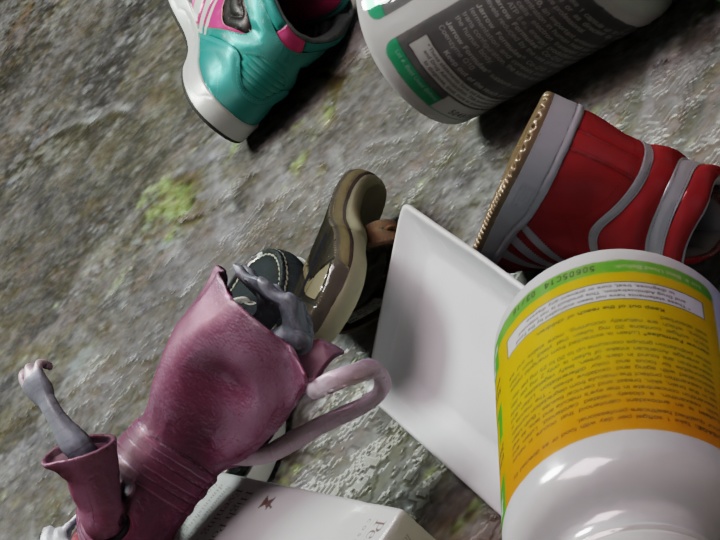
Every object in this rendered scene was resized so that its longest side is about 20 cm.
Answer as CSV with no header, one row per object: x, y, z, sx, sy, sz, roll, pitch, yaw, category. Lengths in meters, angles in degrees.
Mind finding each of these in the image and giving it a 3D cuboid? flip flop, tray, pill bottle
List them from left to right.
0.000,0.000,1.530,0.200,0.058,0.081,-86,18,-77,flip flop
0.055,0.043,1.400,0.200,0.022,0.108,-142,61,-64,tray
0.105,-0.170,1.568,0.200,0.113,0.113,-27,32,33,pill bottle
0.114,0.090,1.186,0.111,0.111,0.200,-34,28,22,pill bottle

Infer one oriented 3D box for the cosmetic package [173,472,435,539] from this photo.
-0.038,0.161,1.351,0.102,0.074,0.200,-55,26,-20,cosmetic package

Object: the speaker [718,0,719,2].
0.223,-0.227,1.508,0.088,0.088,0.200,-27,32,33,speaker

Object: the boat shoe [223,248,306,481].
-0.070,0.049,1.569,0.076,0.060,0.200,-30,30,28,boat shoe

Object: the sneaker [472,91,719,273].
0.121,-0.023,1.398,0.200,0.112,0.071,107,-173,-78,sneaker

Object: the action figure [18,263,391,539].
-0.089,0.095,1.372,0.149,0.134,0.200,34,87,21,action figure

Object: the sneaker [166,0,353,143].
-0.066,-0.183,1.864,0.121,0.084,0.200,-41,34,20,sneaker
